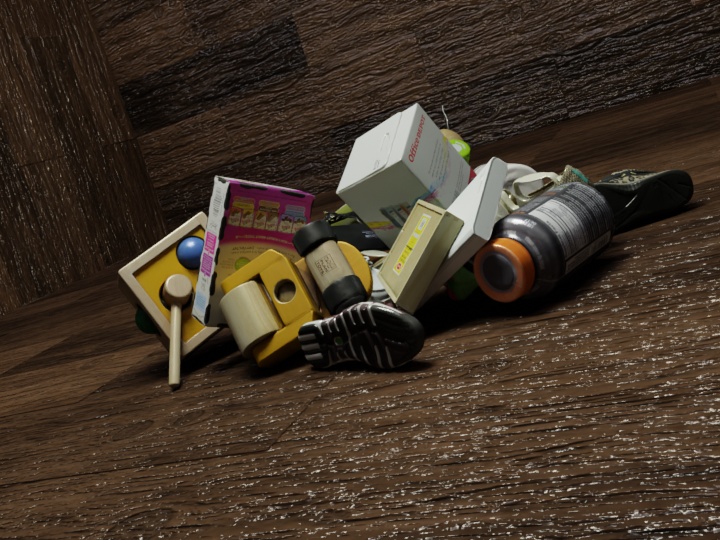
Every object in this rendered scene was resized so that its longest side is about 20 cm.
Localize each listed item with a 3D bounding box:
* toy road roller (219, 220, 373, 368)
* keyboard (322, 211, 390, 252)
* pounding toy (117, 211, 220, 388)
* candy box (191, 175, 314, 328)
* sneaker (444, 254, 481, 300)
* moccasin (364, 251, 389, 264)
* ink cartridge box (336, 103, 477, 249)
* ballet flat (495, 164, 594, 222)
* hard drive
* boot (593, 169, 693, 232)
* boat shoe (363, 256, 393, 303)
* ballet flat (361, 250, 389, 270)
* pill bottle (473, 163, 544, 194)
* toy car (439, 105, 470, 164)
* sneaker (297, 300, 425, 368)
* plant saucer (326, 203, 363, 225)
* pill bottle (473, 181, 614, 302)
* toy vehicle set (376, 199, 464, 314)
[{"bbox_3d":[-0.075,0.041,1.045,0.198,0.124,0.146,-32,-22,3],"label":"toy road roller"},{"bbox_3d":[0.009,-0.068,1.358,0.198,0.021,0.127,-6,40,-35],"label":"keyboard"},{"bbox_3d":[-0.262,0.048,1.156,0.199,0.185,0.142,-39,1,-22],"label":"pounding toy"},{"bbox_3d":[-0.152,-0.021,1.091,0.135,0.203,0.061,7,9,-33],"label":"candy box"},{"bbox_3d":[0.151,-0.013,1.083,0.083,0.078,0.200,-12,23,2],"label":"sneaker"},{"bbox_3d":[0.047,-0.061,1.452,0.199,0.079,0.074,-19,9,-1],"label":"moccasin"},{"bbox_3d":[0.086,-0.136,1.272,0.144,0.200,0.146,-22,36,37],"label":"ink cartridge box"},{"bbox_3d":[0.234,-0.095,1.084,0.199,0.075,0.068,-31,22,51],"label":"ballet flat"},{"bbox_3d":[0.112,-0.036,0.977,0.200,0.026,0.133,-52,14,51],"label":"hard drive"},{"bbox_3d":[0.371,-0.105,1.156,0.201,0.075,0.154,-14,8,3],"label":"boot"},{"bbox_3d":[-0.038,0.005,1.153,0.199,0.065,0.075,16,42,20],"label":"boat shoe"},{"bbox_3d":[0.000,0.000,1.275,0.198,0.063,0.067,-10,14,40],"label":"ballet flat"},{"bbox_3d":[0.252,-0.139,1.409,0.110,0.112,0.200,-19,11,-5],"label":"pill bottle"},{"bbox_3d":[0.136,-0.212,1.437,0.155,0.166,0.202,10,47,5],"label":"toy car"},{"bbox_3d":[0.023,0.061,0.912,0.115,0.077,0.199,-24,11,-41],"label":"sneaker"},{"bbox_3d":[-0.008,-0.073,1.501,0.199,0.031,0.201,-32,-22,-14],"label":"plant saucer"},{"bbox_3d":[0.220,-0.031,0.941,0.105,0.108,0.199,-7,16,47],"label":"pill bottle"},{"bbox_3d":[0.072,-0.025,0.998,0.125,0.026,0.200,-61,9,6],"label":"toy vehicle set"}]
